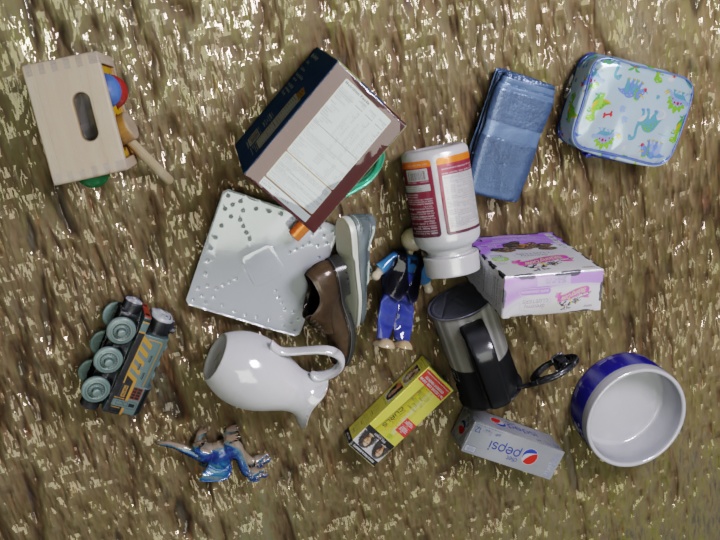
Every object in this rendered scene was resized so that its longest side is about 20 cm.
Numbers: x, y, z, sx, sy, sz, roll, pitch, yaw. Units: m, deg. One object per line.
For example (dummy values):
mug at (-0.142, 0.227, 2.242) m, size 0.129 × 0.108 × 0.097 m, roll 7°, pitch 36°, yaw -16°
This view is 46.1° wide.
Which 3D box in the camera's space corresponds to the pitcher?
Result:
pitcher at (-0.140, 0.161, 1.384) m, size 0.198 × 0.122 × 0.172 m, roll 26°, pitch 119°, yaw -25°

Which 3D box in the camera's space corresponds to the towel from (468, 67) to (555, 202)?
towel at (0.239, -0.217, 1.378) m, size 0.110 × 0.049 × 0.203 m, roll 13°, pitch 105°, yaw -16°

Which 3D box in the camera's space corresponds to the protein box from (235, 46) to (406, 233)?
protein box at (-0.066, -0.197, 1.239) m, size 0.135 × 0.199 × 0.200 m, roll 39°, pitch 97°, yaw -22°

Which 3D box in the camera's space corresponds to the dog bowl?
dog bowl at (0.498, 0.260, 1.580) m, size 0.197 × 0.079 × 0.203 m, roll -4°, pitch 109°, yaw -10°

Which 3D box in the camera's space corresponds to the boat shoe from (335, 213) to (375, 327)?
boat shoe at (0.000, 0.000, 1.390) m, size 0.061 × 0.073 × 0.203 m, roll -19°, pitch 121°, yaw -29°

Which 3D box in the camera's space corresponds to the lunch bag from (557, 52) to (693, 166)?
lunch bag at (0.429, -0.259, 1.385) m, size 0.197 × 0.083 × 0.163 m, roll 9°, pitch 106°, yaw -15°

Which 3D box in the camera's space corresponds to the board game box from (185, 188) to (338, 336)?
board game box at (-0.160, -0.012, 1.376) m, size 0.198 × 0.026 × 0.202 m, roll 18°, pitch 105°, yaw -17°

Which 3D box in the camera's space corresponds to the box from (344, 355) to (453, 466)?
box at (0.067, 0.250, 1.501) m, size 0.200 × 0.050 × 0.075 m, roll -44°, pitch 111°, yaw 5°

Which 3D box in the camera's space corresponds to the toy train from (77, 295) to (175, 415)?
toy train at (-0.377, 0.139, 1.358) m, size 0.113 × 0.085 × 0.202 m, roll 20°, pitch 102°, yaw -30°

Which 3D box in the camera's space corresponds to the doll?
doll at (0.073, 0.029, 1.414) m, size 0.135 × 0.048 × 0.203 m, roll 8°, pitch 93°, yaw -38°

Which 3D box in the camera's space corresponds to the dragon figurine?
dragon figurine at (-0.252, 0.326, 1.455) m, size 0.197 × 0.059 × 0.101 m, roll -5°, pitch 109°, yaw -11°

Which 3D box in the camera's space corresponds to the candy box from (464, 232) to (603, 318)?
candy box at (0.276, 0.003, 1.380) m, size 0.165 × 0.200 × 0.073 m, roll -4°, pitch 110°, yaw -11°

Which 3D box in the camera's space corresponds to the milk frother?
milk frother at (0.245, 0.119, 1.435) m, size 0.198 × 0.180 × 0.190 m, roll -29°, pitch 114°, yaw -15°

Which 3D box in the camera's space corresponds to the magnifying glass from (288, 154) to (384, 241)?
magnifying glass at (-0.037, -0.125, 1.337) m, size 0.200 × 0.022 × 0.080 m, roll -45°, pitch 148°, yaw 0°

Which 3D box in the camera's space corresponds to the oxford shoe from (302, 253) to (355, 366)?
oxford shoe at (-0.059, 0.076, 1.391) m, size 0.084 × 0.073 × 0.203 m, roll -21°, pitch 118°, yaw -23°

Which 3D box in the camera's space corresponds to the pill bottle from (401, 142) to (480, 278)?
pill bottle at (0.132, -0.096, 1.348) m, size 0.108 × 0.110 × 0.203 m, roll -11°, pitch 101°, yaw -8°

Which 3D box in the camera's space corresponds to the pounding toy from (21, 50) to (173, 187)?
pounding toy at (-0.363, -0.199, 1.199) m, size 0.140 × 0.184 × 0.203 m, roll -13°, pitch 103°, yaw -6°

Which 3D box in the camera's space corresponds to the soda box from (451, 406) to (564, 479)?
soda box at (0.271, 0.317, 1.558) m, size 0.198 × 0.068 × 0.064 m, roll 21°, pitch 102°, yaw -18°
